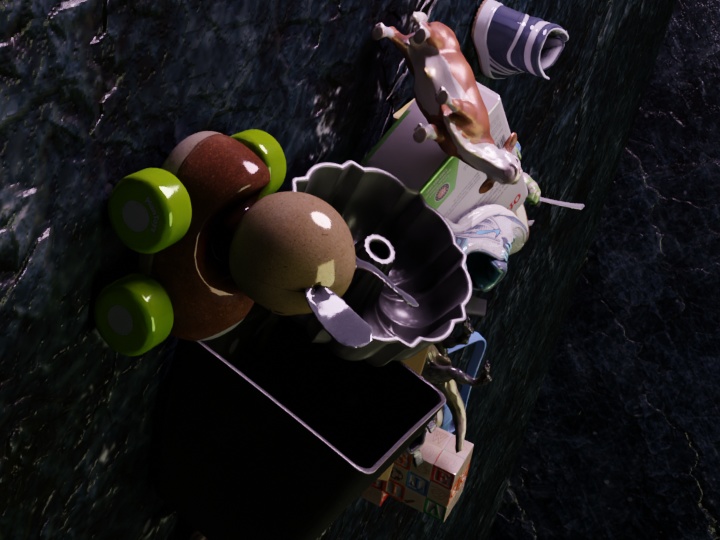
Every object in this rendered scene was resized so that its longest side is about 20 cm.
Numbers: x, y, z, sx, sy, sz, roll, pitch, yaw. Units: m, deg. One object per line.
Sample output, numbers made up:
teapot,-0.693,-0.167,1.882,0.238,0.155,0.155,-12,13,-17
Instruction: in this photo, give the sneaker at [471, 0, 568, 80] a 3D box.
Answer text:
sneaker,0.210,-0.276,1.379,0.071,0.107,0.200,-65,162,0

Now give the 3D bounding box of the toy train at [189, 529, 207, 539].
toy train,-0.157,0.285,1.069,0.116,0.084,0.200,-56,164,12

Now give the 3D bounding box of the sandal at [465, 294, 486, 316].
sandal,0.083,0.022,1.206,0.200,0.075,0.044,15,81,-65

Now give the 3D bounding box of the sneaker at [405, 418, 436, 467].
sneaker,0.025,0.165,1.238,0.077,0.141,0.200,-39,-173,-19

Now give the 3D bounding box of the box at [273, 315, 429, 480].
box,-0.023,0.120,1.121,0.021,0.161,0.203,-98,-158,-64

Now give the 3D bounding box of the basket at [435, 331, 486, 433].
basket,0.078,0.176,1.470,0.198,0.139,0.178,-12,130,-32

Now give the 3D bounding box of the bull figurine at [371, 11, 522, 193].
bull figurine,0.085,-0.163,1.043,0.065,0.202,0.121,-34,157,23

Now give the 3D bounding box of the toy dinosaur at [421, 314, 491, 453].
toy dinosaur,0.097,0.104,1.208,0.087,0.202,0.048,-26,-166,22

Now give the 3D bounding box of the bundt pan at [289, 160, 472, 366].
bundt pan,0.001,0.001,0.998,0.202,0.202,0.076,-47,179,-46

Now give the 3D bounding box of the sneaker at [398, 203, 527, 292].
sneaker,0.124,-0.012,1.140,0.199,0.086,0.078,-13,133,-47

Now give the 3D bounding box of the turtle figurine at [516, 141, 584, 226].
turtle figurine,0.185,-0.073,1.461,0.194,0.143,0.201,-44,122,-18

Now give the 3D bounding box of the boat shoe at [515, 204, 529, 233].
boat shoe,0.151,-0.121,1.346,0.076,0.203,0.071,-11,168,-44

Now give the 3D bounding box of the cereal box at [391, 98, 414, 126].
cereal box,0.072,-0.119,1.281,0.144,0.039,0.202,-44,151,-47

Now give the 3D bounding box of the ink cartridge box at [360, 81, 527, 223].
ink cartridge box,0.098,-0.100,1.186,0.146,0.084,0.200,-49,150,-10

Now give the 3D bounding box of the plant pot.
plant pot,-0.073,0.152,0.979,0.179,0.199,0.199,-59,167,22

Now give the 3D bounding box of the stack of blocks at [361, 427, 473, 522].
stack of blocks,0.031,0.229,1.333,0.059,0.198,0.116,-47,153,-46

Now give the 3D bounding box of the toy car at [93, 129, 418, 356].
toy car,-0.061,0.002,0.781,0.164,0.198,0.160,-35,145,-58
